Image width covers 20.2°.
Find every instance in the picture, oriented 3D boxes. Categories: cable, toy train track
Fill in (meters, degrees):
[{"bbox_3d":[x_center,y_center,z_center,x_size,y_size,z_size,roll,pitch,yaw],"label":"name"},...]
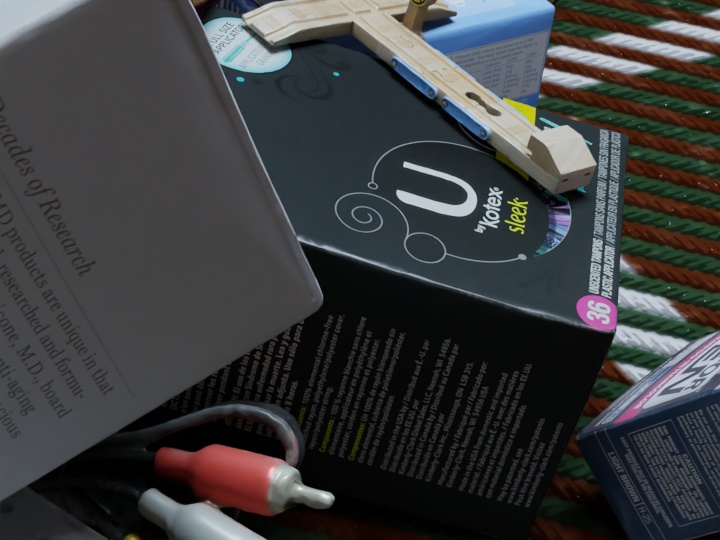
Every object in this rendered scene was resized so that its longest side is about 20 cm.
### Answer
[{"bbox_3d":[-0.103,0.079,0.808,0.198,0.098,0.050,20,-5,10],"label":"cable"},{"bbox_3d":[0.027,-0.101,0.875,0.114,0.033,0.200,-15,46,-42],"label":"toy train track"}]

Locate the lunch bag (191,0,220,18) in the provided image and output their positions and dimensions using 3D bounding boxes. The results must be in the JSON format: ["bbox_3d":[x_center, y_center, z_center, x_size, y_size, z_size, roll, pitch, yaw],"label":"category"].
[{"bbox_3d":[-0.139,-0.097,0.887,0.082,0.176,0.200,43,3,-1],"label":"lunch bag"}]

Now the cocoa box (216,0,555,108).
[{"bbox_3d":[-0.016,-0.113,1.031,0.132,0.132,0.200,-16,42,-30],"label":"cocoa box"}]

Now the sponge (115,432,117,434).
[{"bbox_3d":[-0.137,0.013,0.932,0.110,0.030,0.200,16,37,10],"label":"sponge"}]

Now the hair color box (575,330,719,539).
[{"bbox_3d":[0.191,0.047,0.812,0.100,0.199,0.061,-33,95,-41],"label":"hair color box"}]

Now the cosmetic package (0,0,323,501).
[{"bbox_3d":[-0.150,-0.035,0.685,0.199,0.166,0.165,-31,45,-7],"label":"cosmetic package"}]

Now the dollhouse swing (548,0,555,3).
[{"bbox_3d":[0.051,-0.272,1.237,0.198,0.183,0.176,22,59,20],"label":"dollhouse swing"}]

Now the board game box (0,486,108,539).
[{"bbox_3d":[-0.194,0.122,0.680,0.199,0.026,0.200,28,39,24],"label":"board game box"}]

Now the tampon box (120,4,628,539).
[{"bbox_3d":[0.000,0.000,0.867,0.198,0.127,0.151,16,37,-3],"label":"tampon box"}]
